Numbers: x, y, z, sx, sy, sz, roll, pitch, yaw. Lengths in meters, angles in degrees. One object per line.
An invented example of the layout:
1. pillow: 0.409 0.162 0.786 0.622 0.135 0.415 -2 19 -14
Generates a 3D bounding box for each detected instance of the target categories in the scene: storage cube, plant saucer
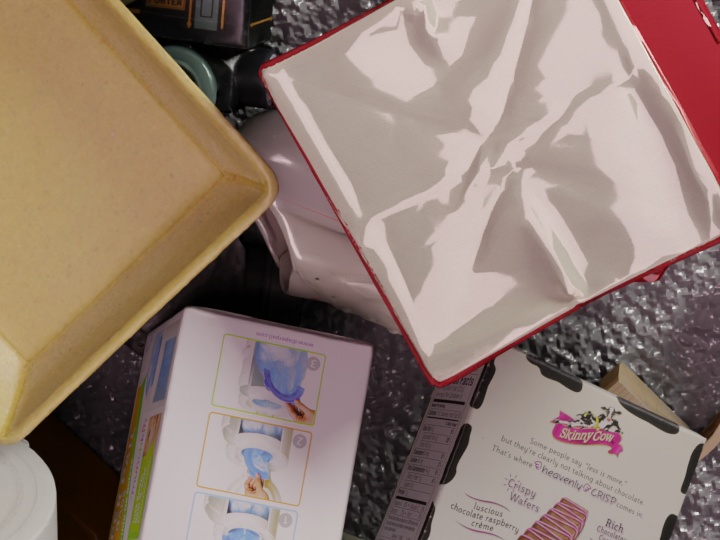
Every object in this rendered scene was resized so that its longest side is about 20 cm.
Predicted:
1. storage cube: 0.086 -0.071 1.066 0.171 0.180 0.200 -28 92 20
2. plant saucer: -0.166 -0.051 1.084 0.200 0.048 0.200 -42 89 15

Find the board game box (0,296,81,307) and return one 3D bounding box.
1. board game box: -0.229 -0.023 1.189 0.199 0.136 0.035 -1 141 12

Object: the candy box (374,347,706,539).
1. candy box: 0.079 0.152 1.139 0.136 0.061 0.201 26 81 -21

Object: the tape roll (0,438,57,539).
1. tape roll: -0.249 0.172 1.092 0.202 0.203 0.140 5 113 9

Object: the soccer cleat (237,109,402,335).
1. soccer cleat: 0.000 0.000 1.175 0.200 0.069 0.078 46 72 -12

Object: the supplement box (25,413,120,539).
1. supplement box: -0.240 0.189 1.280 0.197 0.133 0.200 44 113 -9

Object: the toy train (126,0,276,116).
1. toy train: -0.136 -0.137 1.157 0.199 0.085 0.114 8 100 11

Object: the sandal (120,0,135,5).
1. sandal: -0.104 -0.183 1.044 0.201 0.057 0.080 -29 93 47

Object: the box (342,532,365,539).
1. box: -0.005 0.232 1.255 0.199 0.128 0.109 19 115 3

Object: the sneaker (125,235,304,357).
1. sneaker: -0.091 0.042 1.224 0.104 0.060 0.201 11 108 -8

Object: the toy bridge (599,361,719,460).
1. toy bridge: 0.159 0.082 1.216 0.067 0.027 0.200 43 114 -9

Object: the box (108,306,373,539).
1. box: -0.070 0.131 1.126 0.101 0.112 0.201 13 78 -13
